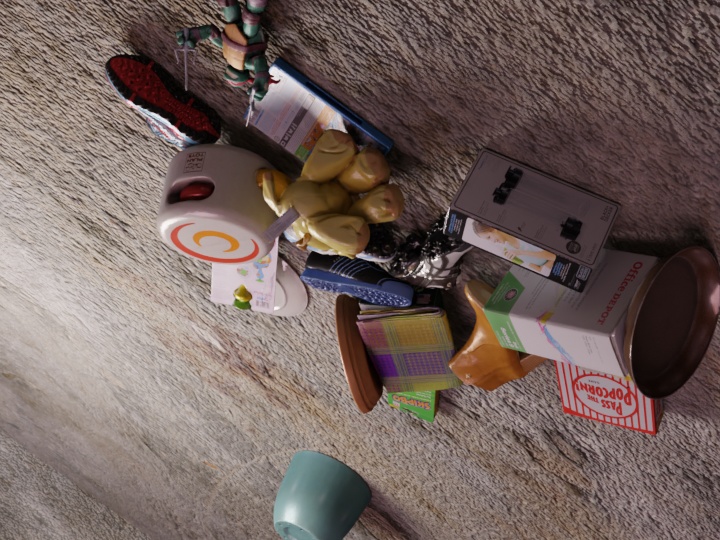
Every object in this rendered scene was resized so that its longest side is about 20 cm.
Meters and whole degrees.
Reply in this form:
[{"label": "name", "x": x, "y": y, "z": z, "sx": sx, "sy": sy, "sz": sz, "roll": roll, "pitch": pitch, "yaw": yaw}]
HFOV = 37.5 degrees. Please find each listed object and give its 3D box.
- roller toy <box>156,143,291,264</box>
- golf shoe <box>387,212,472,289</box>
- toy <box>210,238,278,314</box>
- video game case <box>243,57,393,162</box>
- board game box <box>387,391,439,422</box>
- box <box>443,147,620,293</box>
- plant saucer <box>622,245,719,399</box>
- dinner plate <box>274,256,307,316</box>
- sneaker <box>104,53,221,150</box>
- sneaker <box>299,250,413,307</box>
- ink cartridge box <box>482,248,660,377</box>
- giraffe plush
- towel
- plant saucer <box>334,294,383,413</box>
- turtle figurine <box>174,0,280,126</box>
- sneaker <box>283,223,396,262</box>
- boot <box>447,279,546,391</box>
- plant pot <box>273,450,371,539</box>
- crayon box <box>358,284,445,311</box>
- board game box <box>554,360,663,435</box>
[{"label": "roller toy", "x": -0.212, "y": -0.106, "z": 1.627, "sx": 0.181, "sy": 0.141, "sz": 0.200, "roll": 15, "pitch": 155, "yaw": -17}, {"label": "golf shoe", "x": 0.127, "y": -0.023, "z": 1.554, "sx": 0.094, "sy": 0.078, "sz": 0.200, "roll": 32, "pitch": 155, "yaw": -19}, {"label": "toy", "x": -0.190, "y": -0.030, "z": 1.790, "sx": 0.114, "sy": 0.047, "sz": 0.201, "roll": 12, "pitch": 117, "yaw": 8}, {"label": "video game case", "x": -0.063, "y": -0.202, "z": 1.519, "sx": 0.200, "sy": 0.018, "sz": 0.143, "roll": 36, "pitch": 146, "yaw": -5}, {"label": "board game box", "x": 0.095, "y": 0.197, "z": 1.888, "sx": 0.095, "sy": 0.030, "sz": 0.201, "roll": 21, "pitch": 142, "yaw": 17}, {"label": "box", "x": 0.221, "y": -0.067, "z": 1.376, "sx": 0.199, "sy": 0.117, "sz": 0.060, "roll": 24, "pitch": 148, "yaw": 10}, {"label": "plant saucer", "x": 0.390, "y": 0.063, "z": 1.340, "sx": 0.032, "sy": 0.200, "sz": 0.201, "roll": 20, "pitch": 148, "yaw": 46}, {"label": "dinner plate", "x": -0.186, "y": 0.019, "z": 1.893, "sx": 0.199, "sy": 0.024, "sz": 0.201, "roll": 20, "pitch": 144, "yaw": 15}, {"label": "sneaker", "x": -0.312, "y": -0.242, "z": 1.614, "sx": 0.200, "sy": 0.079, "sz": 0.095, "roll": 39, "pitch": 148, "yaw": -10}, {"label": "sneaker", "x": 0.000, "y": 0.000, "z": 1.662, "sx": 0.199, "sy": 0.078, "sz": 0.070, "roll": 13, "pitch": 161, "yaw": 27}, {"label": "ink cartridge box", "x": 0.289, "y": 0.045, "z": 1.408, "sx": 0.199, "sy": 0.145, "sz": 0.088, "roll": 10, "pitch": 141, "yaw": 44}, {"label": "giraffe plush", "x": -0.045, "y": -0.082, "z": 1.514, "sx": 0.173, "sy": 0.199, "sz": 0.162, "roll": 63, "pitch": 176, "yaw": 12}, {"label": "towel", "x": 0.084, "y": 0.128, "z": 1.700, "sx": 0.143, "sy": 0.023, "sz": 0.201, "roll": -6, "pitch": 136, "yaw": 15}, {"label": "plant saucer", "x": 0.001, "y": 0.135, "z": 1.759, "sx": 0.037, "sy": 0.201, "sz": 0.201, "roll": -12, "pitch": 133, "yaw": 9}, {"label": "turtle figurine", "x": -0.169, "y": -0.301, "z": 1.403, "sx": 0.149, "sy": 0.101, "sz": 0.201, "roll": 24, "pitch": 134, "yaw": 14}, {"label": "sneaker", "x": -0.031, "y": -0.051, "z": 1.636, "sx": 0.199, "sy": 0.072, "sz": 0.073, "roll": 18, "pitch": 145, "yaw": 24}, {"label": "boot", "x": 0.185, "y": 0.110, "z": 1.636, "sx": 0.144, "sy": 0.071, "sz": 0.201, "roll": -34, "pitch": 119, "yaw": 31}, {"label": "plant pot", "x": -0.098, "y": 0.523, "z": 2.337, "sx": 0.200, "sy": 0.161, "sz": 0.201, "roll": 21, "pitch": 145, "yaw": 16}, {"label": "crayon box", "x": 0.081, "y": 0.105, "z": 1.739, "sx": 0.126, "sy": 0.051, "sz": 0.201, "roll": 2, "pitch": 137, "yaw": 18}, {"label": "board game box", "x": 0.373, "y": 0.155, "z": 1.595, "sx": 0.151, "sy": 0.046, "sz": 0.201, "roll": 11, "pitch": 141, "yaw": 29}]
